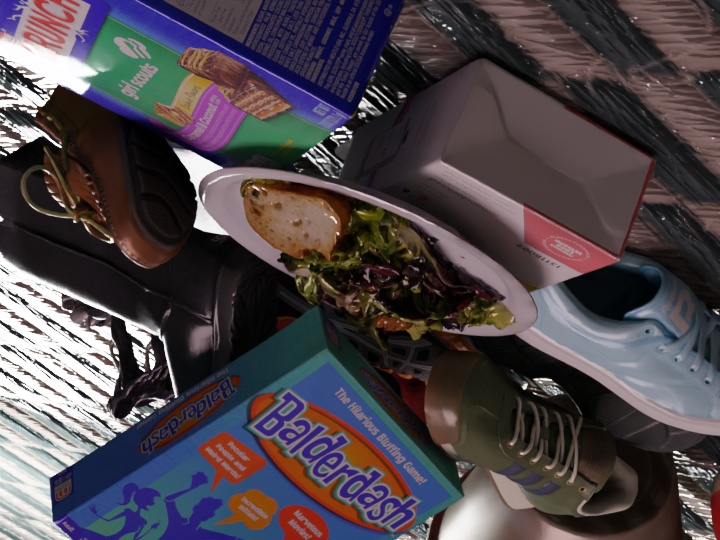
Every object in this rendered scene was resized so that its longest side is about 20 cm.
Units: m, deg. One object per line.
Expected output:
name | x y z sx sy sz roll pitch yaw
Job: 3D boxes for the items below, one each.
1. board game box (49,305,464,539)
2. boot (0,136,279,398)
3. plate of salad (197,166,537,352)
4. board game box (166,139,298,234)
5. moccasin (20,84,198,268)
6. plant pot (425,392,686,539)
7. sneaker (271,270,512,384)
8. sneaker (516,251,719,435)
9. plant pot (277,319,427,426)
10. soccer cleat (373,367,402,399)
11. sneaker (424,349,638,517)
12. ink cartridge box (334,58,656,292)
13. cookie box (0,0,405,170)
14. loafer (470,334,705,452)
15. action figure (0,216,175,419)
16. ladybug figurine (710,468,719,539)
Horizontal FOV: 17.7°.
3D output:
board game box | -0.061 0.130 1.381 0.200 0.045 0.152 -34 125 13
boot | -0.146 0.024 1.439 0.199 0.166 0.066 22 -153 27
plate of salad | 0.000 0.000 1.264 0.199 0.048 0.200 19 163 6
board game box | -0.085 -0.044 1.472 0.135 0.035 0.200 8 156 35
moccasin | -0.147 -0.056 1.306 0.074 0.078 0.202 46 -173 -39
plant pot | 0.148 0.179 1.618 0.199 0.200 0.174 19 143 9
sneaker | 0.018 0.032 1.454 0.200 0.077 0.078 36 -160 -29
sneaker | 0.176 0.037 1.347 0.199 0.074 0.082 21 157 -9
plant pot | -0.036 0.111 1.612 0.200 0.183 0.201 22 161 8
soccer cleat | -0.041 0.129 1.464 0.200 0.068 0.073 -34 122 25
sneaker | 0.113 0.102 1.415 0.089 0.067 0.200 6 159 25
ink cartridge box | 0.058 -0.039 1.277 0.116 0.068 0.200 28 160 -16
cookie box | -0.102 -0.134 1.192 0.199 0.075 0.171 28 162 -12
loafer | 0.148 0.048 1.446 0.072 0.063 0.200 -31 133 34
action figure | -0.167 -0.002 1.566 0.119 0.102 0.200 15 -139 -61
ladybug figurine | 0.304 0.178 1.574 0.135 0.072 0.200 23 161 -1
